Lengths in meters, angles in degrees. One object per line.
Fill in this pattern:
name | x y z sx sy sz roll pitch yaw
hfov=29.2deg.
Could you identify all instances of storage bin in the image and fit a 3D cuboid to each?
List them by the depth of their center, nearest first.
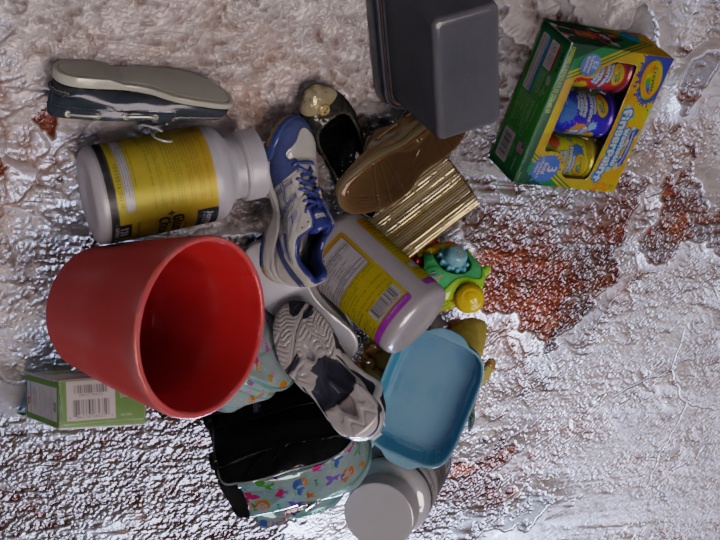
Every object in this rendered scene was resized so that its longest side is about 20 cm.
storage bin | 0.103 -0.256 1.580 0.145 0.134 0.200 -18 132 -15

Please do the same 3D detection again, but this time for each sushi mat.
sushi mat | 0.047 -0.062 1.732 0.200 0.096 0.012 -38 165 2

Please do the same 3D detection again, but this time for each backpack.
backpack | -0.174 0.103 1.682 0.127 0.167 0.200 -16 155 26
backpack | -0.085 0.231 1.802 0.200 0.178 0.151 -21 130 3

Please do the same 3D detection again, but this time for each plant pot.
plant pot | -0.233 0.052 1.513 0.200 0.177 0.201 -11 104 -51

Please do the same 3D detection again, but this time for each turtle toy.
turtle toy | 0.070 0.014 1.778 0.200 0.146 0.101 -13 95 -1

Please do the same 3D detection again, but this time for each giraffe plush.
giraffe plush | 0.069 0.128 1.846 0.162 0.200 0.173 24 104 -13

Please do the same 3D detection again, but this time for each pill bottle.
pill bottle | -0.208 -0.101 1.542 0.200 0.112 0.112 -13 129 -19
pill bottle | 0.000 0.000 1.668 0.104 0.200 0.104 -42 162 -17
pill bottle | 0.050 0.292 1.881 0.114 0.200 0.114 5 107 16

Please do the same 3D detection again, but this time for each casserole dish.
casserole dish | 0.084 0.158 1.754 0.121 0.039 0.200 23 110 7

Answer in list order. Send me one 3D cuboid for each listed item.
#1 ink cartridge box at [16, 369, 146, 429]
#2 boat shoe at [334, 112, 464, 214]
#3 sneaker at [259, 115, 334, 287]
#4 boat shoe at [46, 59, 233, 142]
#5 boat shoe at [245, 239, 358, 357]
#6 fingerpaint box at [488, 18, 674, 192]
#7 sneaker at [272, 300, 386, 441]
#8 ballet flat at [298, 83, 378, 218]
ink cartridge box | -0.336 0.149 1.645 0.104 0.200 0.059 -1 90 -27
boat shoe | 0.038 -0.136 1.649 0.200 0.065 0.071 -36 134 -27
sneaker | -0.063 -0.078 1.596 0.075 0.088 0.200 -12 109 -44
boat shoe | -0.238 -0.181 1.491 0.200 0.075 0.062 2 121 -28
boat shoe | -0.075 0.031 1.749 0.072 0.068 0.200 -40 112 14
fingerpaint box | 0.280 -0.205 1.756 0.167 0.073 0.200 3 122 -30
sneaker | -0.032 0.133 1.711 0.079 0.199 0.130 -41 158 -3
ballet flat | -0.017 -0.145 1.651 0.066 0.057 0.200 -33 133 -4
